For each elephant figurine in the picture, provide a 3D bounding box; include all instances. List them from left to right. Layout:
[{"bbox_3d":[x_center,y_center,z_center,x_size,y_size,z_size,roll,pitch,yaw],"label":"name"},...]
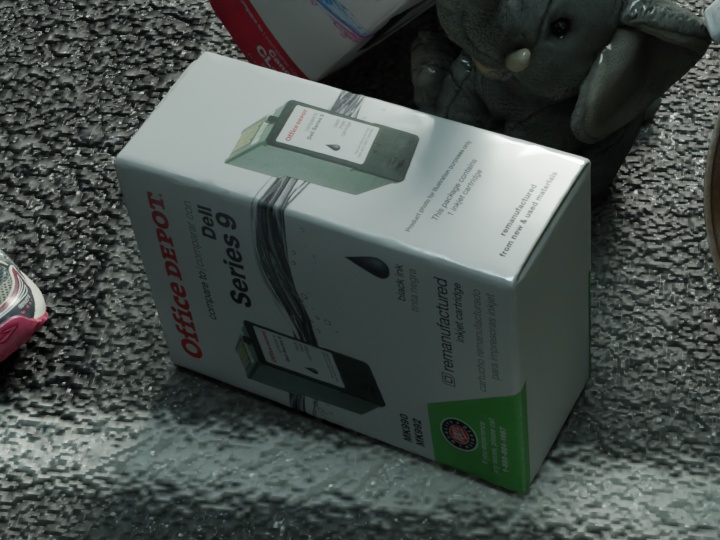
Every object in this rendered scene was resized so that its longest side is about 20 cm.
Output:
[{"bbox_3d":[0.097,-0.112,0.844,0.140,0.201,0.156,19,54,0],"label":"elephant figurine"}]

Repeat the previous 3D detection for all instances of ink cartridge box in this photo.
[{"bbox_3d":[0.000,0.000,0.798,0.199,0.147,0.084,18,51,24],"label":"ink cartridge box"},{"bbox_3d":[0.022,-0.184,0.937,0.147,0.200,0.086,-37,95,-26],"label":"ink cartridge box"}]

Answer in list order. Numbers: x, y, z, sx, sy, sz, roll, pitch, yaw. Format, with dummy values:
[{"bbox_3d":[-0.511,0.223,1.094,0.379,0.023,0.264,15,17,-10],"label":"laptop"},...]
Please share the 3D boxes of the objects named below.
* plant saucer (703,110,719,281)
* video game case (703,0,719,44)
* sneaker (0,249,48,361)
[{"bbox_3d":[0.251,-0.041,0.799,0.198,0.202,0.037,-9,12,-2],"label":"plant saucer"},{"bbox_3d":[0.290,-0.133,0.807,0.199,0.182,0.024,19,47,-35],"label":"video game case"},{"bbox_3d":[-0.237,-0.015,0.893,0.080,0.075,0.199,-36,53,-26],"label":"sneaker"}]
